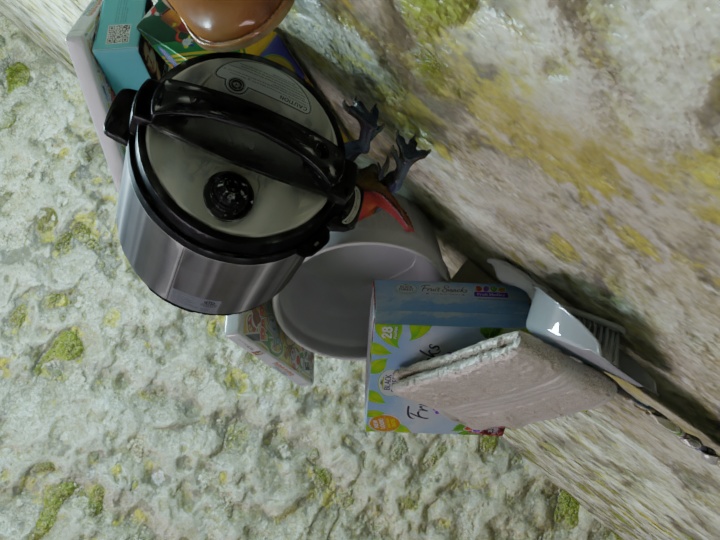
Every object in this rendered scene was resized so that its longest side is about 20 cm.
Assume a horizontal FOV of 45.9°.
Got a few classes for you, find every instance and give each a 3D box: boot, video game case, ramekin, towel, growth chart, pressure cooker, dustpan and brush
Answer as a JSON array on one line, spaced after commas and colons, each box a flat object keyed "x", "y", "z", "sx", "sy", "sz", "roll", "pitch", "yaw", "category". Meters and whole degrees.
[{"x": -0.141, "y": -0.255, "z": 0.627, "sx": 0.200, "sy": 0.077, "sz": 0.156, "roll": 44, "pitch": 174, "yaw": 41, "category": "boot"}, {"x": -0.265, "y": -0.211, "z": 0.962, "sx": 0.183, "sy": 0.022, "sz": 0.202, "roll": -85, "pitch": -10, "yaw": -50, "category": "video game case"}, {"x": 0.000, "y": 0.000, "z": 0.951, "sx": 0.200, "sy": 0.198, "sz": 0.106, "roll": 45, "pitch": -151, "yaw": -39, "category": "ramekin"}, {"x": -0.098, "y": 0.013, "z": 1.000, "sx": 0.023, "sy": 0.203, "sz": 0.182, "roll": -9, "pitch": 153, "yaw": 20, "category": "video game case"}, {"x": 0.133, "y": 0.115, "z": 0.840, "sx": 0.131, "sy": 0.035, "sz": 0.199, "roll": 27, "pitch": 148, "yaw": -26, "category": "towel"}, {"x": 0.294, "y": 0.142, "z": 0.862, "sx": 0.199, "sy": 0.018, "sz": 0.144, "roll": 38, "pitch": -175, "yaw": 25, "category": "growth chart"}, {"x": -0.102, "y": -0.070, "z": 0.683, "sx": 0.180, "sy": 0.174, "sz": 0.200, "roll": 62, "pitch": 154, "yaw": 11, "category": "pressure cooker"}, {"x": 0.187, "y": 0.041, "z": 0.810, "sx": 0.199, "sy": 0.058, "sz": 0.139, "roll": 25, "pitch": 177, "yaw": 43, "category": "dustpan and brush"}]

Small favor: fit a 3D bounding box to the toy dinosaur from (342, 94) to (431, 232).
[{"x": -0.027, "y": -0.070, "z": 0.769, "sx": 0.104, "sy": 0.202, "sz": 0.182, "roll": 27, "pitch": 132, "yaw": -14, "category": "toy dinosaur"}]

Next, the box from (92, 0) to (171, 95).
[{"x": -0.232, "y": -0.207, "z": 0.944, "sx": 0.048, "sy": 0.083, "sz": 0.201, "roll": -2, "pitch": 152, "yaw": 6, "category": "box"}]

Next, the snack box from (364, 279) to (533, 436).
[{"x": 0.089, "y": 0.101, "z": 0.936, "sx": 0.166, "sy": 0.068, "sz": 0.202, "roll": 3, "pitch": 136, "yaw": -2, "category": "snack box"}]

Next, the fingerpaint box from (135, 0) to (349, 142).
[{"x": -0.113, "y": -0.182, "z": 0.877, "sx": 0.166, "sy": 0.074, "sz": 0.200, "roll": 37, "pitch": 173, "yaw": 33, "category": "fingerpaint box"}]

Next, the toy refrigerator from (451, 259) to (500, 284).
[{"x": 0.139, "y": 0.057, "z": 1.066, "sx": 0.076, "sy": 0.070, "sz": 0.200, "roll": 38, "pitch": 174, "yaw": 11, "category": "toy refrigerator"}]
